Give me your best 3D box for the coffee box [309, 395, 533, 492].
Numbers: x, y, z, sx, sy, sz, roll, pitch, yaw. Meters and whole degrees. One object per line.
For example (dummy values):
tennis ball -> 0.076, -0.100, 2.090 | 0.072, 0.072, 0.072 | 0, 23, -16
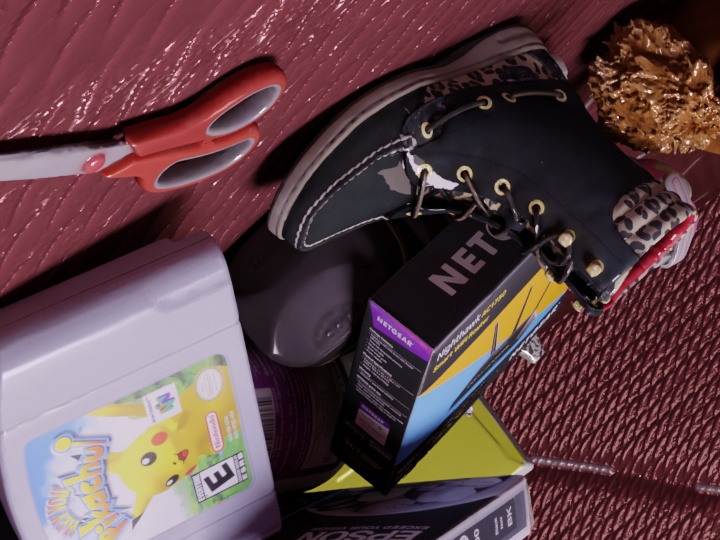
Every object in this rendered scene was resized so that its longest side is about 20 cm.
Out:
coffee box -> 0.002, 0.137, 1.079 | 0.199, 0.201, 0.198 | -37, 168, 1

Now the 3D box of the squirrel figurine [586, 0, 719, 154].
squirrel figurine -> 0.256, -0.120, 0.913 | 0.198, 0.143, 0.187 | -11, -158, 0

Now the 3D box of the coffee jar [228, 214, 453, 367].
coffee jar -> 0.000, 0.000, 0.819 | 0.104, 0.086, 0.200 | -43, 167, 19

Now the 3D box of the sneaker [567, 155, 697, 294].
sneaker -> 0.191, -0.038, 0.923 | 0.200, 0.087, 0.082 | -61, 157, -64

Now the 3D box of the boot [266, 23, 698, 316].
boot -> 0.068, -0.035, 0.696 | 0.203, 0.154, 0.074 | -33, 160, -30

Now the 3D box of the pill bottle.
pill bottle -> -0.068, 0.088, 0.831 | 0.112, 0.113, 0.199 | -42, 159, 23

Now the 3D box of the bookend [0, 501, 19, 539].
bookend -> -0.239, 0.169, 0.734 | 0.198, 0.092, 0.200 | -41, 169, 18

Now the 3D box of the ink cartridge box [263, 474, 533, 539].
ink cartridge box -> -0.028, 0.165, 0.755 | 0.196, 0.044, 0.200 | -10, -176, 30

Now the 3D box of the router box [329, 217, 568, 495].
router box -> 0.069, 0.021, 0.796 | 0.200, 0.051, 0.150 | -42, 159, -35

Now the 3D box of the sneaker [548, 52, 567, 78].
sneaker -> 0.106, -0.067, 0.888 | 0.072, 0.085, 0.200 | -31, 166, -22

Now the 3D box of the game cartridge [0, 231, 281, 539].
game cartridge -> -0.113, 0.088, 0.657 | 0.132, 0.040, 0.201 | -23, 130, -17

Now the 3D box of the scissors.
scissors -> -0.100, -0.040, 0.522 | 0.199, 0.014, 0.073 | -28, 167, -48

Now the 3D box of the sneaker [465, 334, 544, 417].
sneaker -> 0.045, 0.073, 0.950 | 0.199, 0.089, 0.077 | -29, 178, 6
